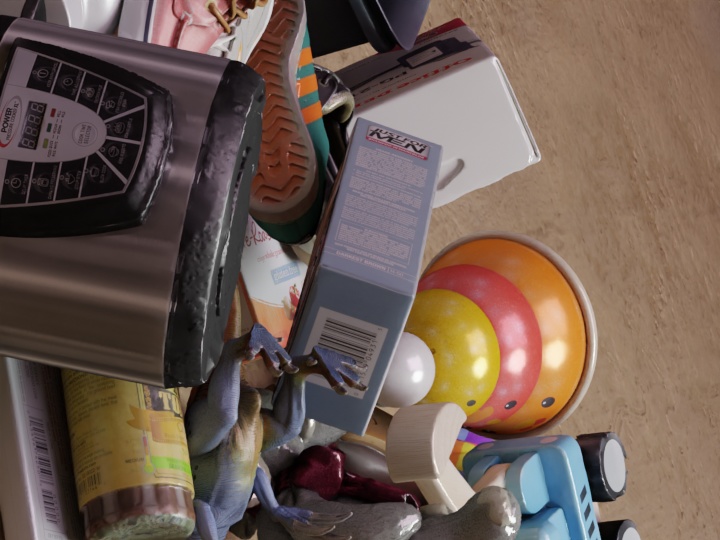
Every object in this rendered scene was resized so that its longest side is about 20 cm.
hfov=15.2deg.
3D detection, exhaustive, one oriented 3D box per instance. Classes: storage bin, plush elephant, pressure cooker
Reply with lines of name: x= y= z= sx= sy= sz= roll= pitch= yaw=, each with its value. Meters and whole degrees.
storage bin: x=-0.039 y=-0.229 z=1.921 sx=0.146 sy=0.134 sz=0.200 roll=63 pitch=21 yaw=-23
plush elephant: x=-0.029 y=0.127 z=1.604 sx=0.165 sy=0.199 sz=0.156 roll=132 pitch=-64 yaw=-80
pressure cooker: x=-0.158 y=-0.036 z=1.373 sx=0.176 sy=0.199 sz=0.180 roll=-72 pitch=173 yaw=-67

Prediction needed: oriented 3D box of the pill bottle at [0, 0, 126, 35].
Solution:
pill bottle: x=-0.179 y=-0.181 z=1.547 sx=0.113 sy=0.112 sz=0.200 roll=64 pitch=22 yaw=-21

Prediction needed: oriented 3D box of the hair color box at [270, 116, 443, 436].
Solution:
hair color box: x=0.000 y=0.000 z=1.600 sx=0.200 sy=0.060 sz=0.099 roll=-76 pitch=-175 yaw=-62

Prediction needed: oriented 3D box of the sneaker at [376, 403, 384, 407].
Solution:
sneaker: x=0.006 y=0.063 z=1.880 sx=0.200 sy=0.073 sz=0.087 roll=-60 pitch=130 yaw=-64

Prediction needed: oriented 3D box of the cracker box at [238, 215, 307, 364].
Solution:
cracker box: x=-0.090 y=-0.043 z=1.742 sx=0.201 sy=0.057 sz=0.134 roll=71 pitch=20 yaw=-2

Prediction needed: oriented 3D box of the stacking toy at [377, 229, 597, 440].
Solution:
stacking toy: x=0.055 y=0.056 z=1.791 sx=0.200 sy=0.146 sz=0.147 roll=-15 pitch=87 yaw=-57

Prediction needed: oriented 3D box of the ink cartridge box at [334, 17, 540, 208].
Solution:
ink cartridge box: x=0.033 y=-0.102 z=1.901 sx=0.200 sy=0.144 sz=0.085 roll=-114 pitch=180 yaw=-76

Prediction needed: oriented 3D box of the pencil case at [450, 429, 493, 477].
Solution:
pencil case: x=0.049 y=0.186 z=1.869 sx=0.089 sy=0.088 sz=0.200 roll=63 pitch=23 yaw=-23

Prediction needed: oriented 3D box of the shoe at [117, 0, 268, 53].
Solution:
shoe: x=-0.080 y=-0.162 z=1.529 sx=0.071 sy=0.090 sz=0.201 roll=21 pitch=78 yaw=-84

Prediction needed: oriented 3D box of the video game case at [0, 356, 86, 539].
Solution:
video game case: x=-0.160 y=0.072 z=1.516 sx=0.182 sy=0.023 sz=0.201 roll=27 pitch=48 yaw=-63

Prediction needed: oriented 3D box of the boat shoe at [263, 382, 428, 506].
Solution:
boat shoe: x=-0.012 y=0.122 z=1.771 sx=0.200 sy=0.070 sz=0.070 roll=28 pitch=14 yaw=-48

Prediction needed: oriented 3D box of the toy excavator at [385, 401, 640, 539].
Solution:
toy excavator: x=0.095 y=0.157 z=1.769 sx=0.200 sy=0.099 sz=0.196 roll=-35 pitch=114 yaw=-59

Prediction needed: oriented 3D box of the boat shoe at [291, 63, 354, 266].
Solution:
boat shoe: x=-0.033 y=-0.102 z=1.763 sx=0.072 sy=0.064 sz=0.201 roll=16 pitch=57 yaw=-67

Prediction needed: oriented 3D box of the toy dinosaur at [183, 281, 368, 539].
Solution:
toy dinosaur: x=-0.070 y=0.114 z=1.512 sx=0.105 sy=0.182 sz=0.200 roll=8 pitch=38 yaw=-43

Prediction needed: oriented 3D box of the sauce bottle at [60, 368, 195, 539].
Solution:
sauce bottle: x=-0.133 y=0.053 z=1.476 sx=0.065 sy=0.064 sz=0.201 roll=32 pitch=44 yaw=-60

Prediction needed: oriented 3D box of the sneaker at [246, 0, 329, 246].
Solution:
sneaker: x=-0.060 y=-0.108 z=1.701 sx=0.080 sy=0.071 sz=0.201 roll=74 pitch=9 yaw=-65

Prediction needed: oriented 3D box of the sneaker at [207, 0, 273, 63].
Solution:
sneaker: x=-0.094 y=-0.115 z=1.599 sx=0.075 sy=0.201 sz=0.092 roll=14 pitch=23 yaw=-21
